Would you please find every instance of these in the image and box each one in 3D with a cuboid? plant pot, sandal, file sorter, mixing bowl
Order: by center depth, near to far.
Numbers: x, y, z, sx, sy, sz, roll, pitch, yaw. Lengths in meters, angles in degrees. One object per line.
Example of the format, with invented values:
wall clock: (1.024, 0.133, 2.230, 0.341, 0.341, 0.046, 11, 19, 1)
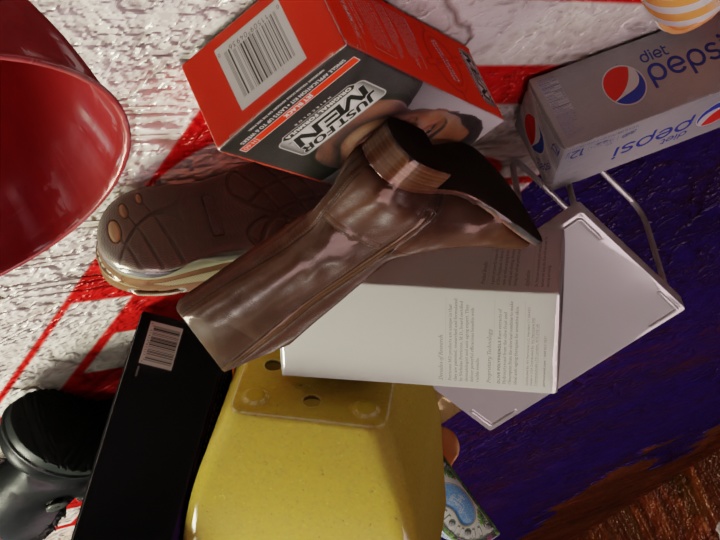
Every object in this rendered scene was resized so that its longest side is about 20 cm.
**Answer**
mixing bowl: (-0.211, -0.073, 0.588, 0.198, 0.109, 0.201, -23, 159, -9)
sandal: (0.219, -0.187, 0.880, 0.079, 0.060, 0.206, -30, 159, 13)
plant pot: (-0.033, 0.153, 1.055, 0.192, 0.195, 0.202, 5, 124, 7)
file sorter: (0.132, 0.004, 1.110, 0.199, 0.125, 0.138, -35, 126, 27)

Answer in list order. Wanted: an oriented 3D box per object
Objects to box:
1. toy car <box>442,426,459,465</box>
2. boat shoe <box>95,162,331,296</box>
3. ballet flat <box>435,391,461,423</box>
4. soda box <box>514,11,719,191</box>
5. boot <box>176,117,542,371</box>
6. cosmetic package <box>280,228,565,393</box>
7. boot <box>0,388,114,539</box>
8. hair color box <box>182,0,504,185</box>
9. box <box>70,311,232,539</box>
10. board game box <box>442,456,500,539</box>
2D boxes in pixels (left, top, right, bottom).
toy car: (0.006, 0.208, 1.453, 0.198, 0.178, 0.184, -27, 170, -7)
boat shoe: (-0.084, -0.025, 0.919, 0.197, 0.077, 0.072, -5, 158, -23)
ballet flat: (0.111, 0.069, 1.251, 0.069, 0.062, 0.202, -23, 137, -67)
soda box: (0.218, -0.131, 1.012, 0.198, 0.064, 0.068, -21, 158, -12)
boot: (0.000, 0.000, 0.880, 0.200, 0.065, 0.185, -42, 141, 22)
cosmetic package: (0.046, 0.021, 0.983, 0.197, 0.086, 0.108, 3, -153, 11)
boot: (-0.280, 0.175, 1.165, 0.167, 0.077, 0.200, -36, 164, 18)
hair color box: (-0.004, -0.105, 0.820, 0.101, 0.062, 0.199, -35, 158, 23)
box: (-0.160, 0.156, 1.076, 0.078, 0.202, 0.141, 14, 157, -1)
board game box: (0.039, 0.180, 1.283, 0.061, 0.201, 0.200, -37, -177, -10)
